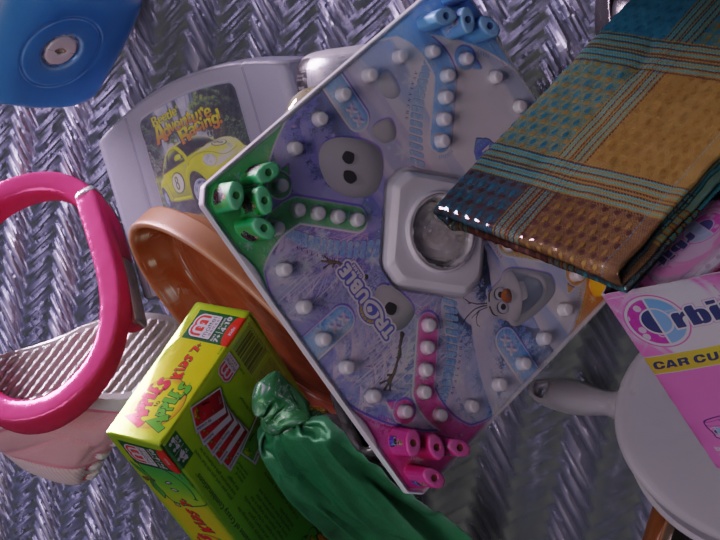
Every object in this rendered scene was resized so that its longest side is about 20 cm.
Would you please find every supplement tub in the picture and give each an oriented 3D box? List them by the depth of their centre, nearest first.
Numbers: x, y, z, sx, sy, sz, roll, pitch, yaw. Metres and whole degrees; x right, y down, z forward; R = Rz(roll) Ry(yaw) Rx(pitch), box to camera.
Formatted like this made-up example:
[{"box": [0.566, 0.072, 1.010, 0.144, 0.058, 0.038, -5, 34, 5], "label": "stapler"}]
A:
[{"box": [0.035, -0.033, 0.999, 0.122, 0.122, 0.202, -3, 99, 39], "label": "supplement tub"}]

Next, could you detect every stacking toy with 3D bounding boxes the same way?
[{"box": [-0.247, -0.217, 1.213, 0.201, 0.115, 0.110, 56, 129, 32], "label": "stacking toy"}]

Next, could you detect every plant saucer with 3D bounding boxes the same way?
[{"box": [-0.065, 0.034, 1.089, 0.200, 0.032, 0.201, 39, 162, 15], "label": "plant saucer"}]

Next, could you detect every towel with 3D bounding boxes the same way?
[{"box": [0.141, -0.078, 0.808, 0.022, 0.200, 0.146, 52, 164, -31], "label": "towel"}]

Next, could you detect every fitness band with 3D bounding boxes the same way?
[{"box": [-0.229, 0.018, 1.217, 0.143, 0.037, 0.201, -25, 59, 9], "label": "fitness band"}]

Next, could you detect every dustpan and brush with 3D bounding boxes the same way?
[{"box": [0.167, 0.076, 0.951, 0.199, 0.057, 0.141, 10, 76, 37], "label": "dustpan and brush"}]

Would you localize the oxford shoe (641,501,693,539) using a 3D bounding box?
[{"box": [0.154, 0.197, 0.994, 0.071, 0.071, 0.202, 34, 119, 38], "label": "oxford shoe"}]

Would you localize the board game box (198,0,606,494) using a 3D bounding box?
[{"box": [0.043, -0.020, 0.910, 0.201, 0.200, 0.026, 55, 154, -16], "label": "board game box"}]

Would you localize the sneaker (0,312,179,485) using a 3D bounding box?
[{"box": [-0.184, 0.096, 1.248, 0.198, 0.105, 0.076, -13, 50, 15], "label": "sneaker"}]

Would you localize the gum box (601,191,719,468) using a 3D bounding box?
[{"box": [0.193, -0.022, 0.817, 0.066, 0.201, 0.114, -14, 125, 39], "label": "gum box"}]

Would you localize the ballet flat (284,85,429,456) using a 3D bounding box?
[{"box": [0.000, 0.000, 0.921, 0.066, 0.057, 0.202, -14, 94, 21], "label": "ballet flat"}]

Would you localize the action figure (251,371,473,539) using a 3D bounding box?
[{"box": [-0.001, 0.129, 1.042, 0.117, 0.055, 0.200, -13, 133, 36], "label": "action figure"}]

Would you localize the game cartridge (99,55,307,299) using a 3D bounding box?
[{"box": [-0.092, -0.066, 1.152, 0.199, 0.041, 0.134, -18, 85, 40], "label": "game cartridge"}]

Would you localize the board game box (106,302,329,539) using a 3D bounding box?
[{"box": [-0.066, 0.125, 1.066, 0.047, 0.102, 0.201, 8, 143, 39], "label": "board game box"}]

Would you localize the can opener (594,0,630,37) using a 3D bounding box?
[{"box": [0.173, -0.076, 0.917, 0.079, 0.063, 0.202, 126, 133, -81], "label": "can opener"}]
